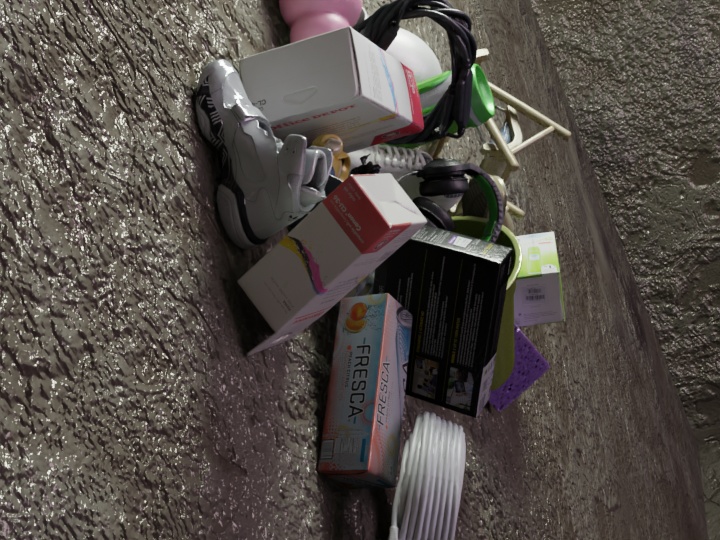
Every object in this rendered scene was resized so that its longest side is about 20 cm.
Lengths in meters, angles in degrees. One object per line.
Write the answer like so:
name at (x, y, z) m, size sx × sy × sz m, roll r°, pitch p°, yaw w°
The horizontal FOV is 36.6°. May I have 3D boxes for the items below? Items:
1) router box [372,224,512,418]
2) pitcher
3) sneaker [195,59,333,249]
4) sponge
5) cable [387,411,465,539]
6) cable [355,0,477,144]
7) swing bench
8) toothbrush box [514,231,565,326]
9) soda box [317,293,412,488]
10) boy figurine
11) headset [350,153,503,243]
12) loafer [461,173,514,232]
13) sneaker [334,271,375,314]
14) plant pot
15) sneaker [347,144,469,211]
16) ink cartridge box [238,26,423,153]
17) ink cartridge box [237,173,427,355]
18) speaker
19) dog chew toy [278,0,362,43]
router box at (0.086, 0.054, 1.250) m, size 0.051 × 0.148 × 0.202 m, roll -40°, pitch 142°, yaw -56°
pitcher at (0.025, -0.313, 1.545) m, size 0.199 × 0.121 × 0.173 m, roll 30°, pitch 37°, yaw -44°
sneaker at (-0.094, -0.130, 1.100) m, size 0.075 × 0.114 × 0.202 m, roll 16°, pitch 59°, yaw -65°
sponge at (0.212, 0.137, 1.659) m, size 0.030 × 0.111 × 0.200 m, roll 50°, pitch 3°, yaw 39°
cable at (0.069, 0.254, 1.166) m, size 0.200 × 0.068 × 0.202 m, roll 87°, pitch 14°, yaw -71°
cable at (0.062, -0.255, 1.357) m, size 0.051 × 0.161 × 0.202 m, roll -66°, pitch 159°, yaw -55°
swing bench at (0.173, -0.182, 1.625) m, size 0.129 × 0.200 × 0.200 m, roll -30°, pitch 68°, yaw -32°
toothbrush box at (0.246, 0.015, 1.734) m, size 0.200 × 0.144 × 0.087 m, roll -67°, pitch 149°, yaw -70°
soda box at (0.008, 0.130, 1.175) m, size 0.068 × 0.063 × 0.202 m, roll 42°, pitch 49°, yaw -52°
boy figurine at (-0.047, -0.094, 1.219) m, size 0.200 × 0.064 × 0.125 m, roll -85°, pitch -166°, yaw -74°
headset at (0.086, -0.087, 1.365) m, size 0.199 × 0.094 × 0.125 m, roll 25°, pitch 80°, yaw -25°
loafer at (0.181, -0.071, 1.525) m, size 0.201 × 0.068 × 0.076 m, roll 96°, pitch -23°, yaw -60°
sneaker at (0.000, 0.000, 1.316) m, size 0.200 × 0.073 × 0.082 m, roll -48°, pitch 130°, yaw -60°
plant pot at (0.131, 0.063, 1.453) m, size 0.201 × 0.198 × 0.191 m, roll -82°, pitch 160°, yaw -48°
sneaker at (0.046, -0.133, 1.415) m, size 0.199 × 0.080 × 0.077 m, roll 20°, pitch 50°, yaw -27°
ink cartridge box at (-0.030, -0.200, 1.262) m, size 0.200 × 0.146 × 0.087 m, roll 15°, pitch 64°, yaw -67°
ink cartridge box at (-0.040, -0.007, 1.072) m, size 0.068 × 0.200 × 0.116 m, roll 51°, pitch 19°, yaw 9°
speaker at (0.075, -0.208, 1.456) m, size 0.089 × 0.198 × 0.089 m, roll 49°, pitch 31°, yaw -45°
dog chew toy at (-0.051, -0.351, 1.379) m, size 0.124 × 0.123 × 0.202 m, roll 32°, pitch 53°, yaw -59°
